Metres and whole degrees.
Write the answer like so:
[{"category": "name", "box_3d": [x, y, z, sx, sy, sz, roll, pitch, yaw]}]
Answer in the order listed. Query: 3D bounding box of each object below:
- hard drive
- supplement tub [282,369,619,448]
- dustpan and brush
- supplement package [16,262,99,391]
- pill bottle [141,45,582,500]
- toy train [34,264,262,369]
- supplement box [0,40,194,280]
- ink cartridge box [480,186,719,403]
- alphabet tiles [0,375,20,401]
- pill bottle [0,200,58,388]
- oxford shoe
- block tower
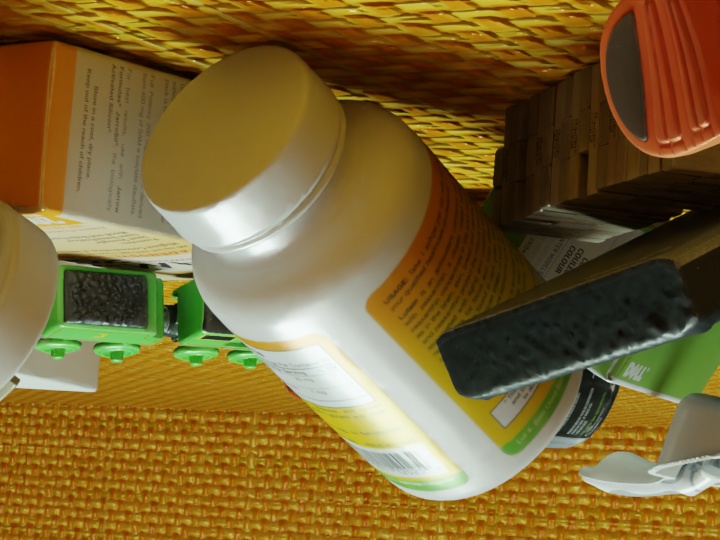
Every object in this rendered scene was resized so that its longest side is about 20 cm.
[{"category": "hard drive", "box_3d": [0.143, -0.007, 0.897, 0.199, 0.033, 0.139, -25, -178, -38]}, {"category": "supplement tub", "box_3d": [0.055, 0.043, 1.415, 0.199, 0.124, 0.122, 9, 172, -28]}, {"category": "dustpan and brush", "box_3d": [0.167, 0.087, 1.023, 0.139, 0.058, 0.199, 12, 180, -33]}, {"category": "supplement package", "box_3d": [-0.233, -0.003, 1.240, 0.116, 0.118, 0.200, 1, 171, 23]}, {"category": "pill bottle", "box_3d": [0.000, 0.000, 0.946, 0.110, 0.112, 0.200, -2, 144, 40]}, {"category": "toy train", "box_3d": [-0.063, 0.022, 1.073, 0.199, 0.042, 0.056, 4, 164, -28]}, {"category": "supplement box", "box_3d": [-0.111, -0.043, 1.014, 0.125, 0.074, 0.199, -1, 172, 39]}, {"category": "ink cartridge box", "box_3d": [0.157, 0.029, 1.072, 0.200, 0.076, 0.148, 37, -173, 23]}, {"category": "alphabet tiles", "box_3d": [-0.288, 0.033, 1.138, 0.200, 0.008, 0.167, 38, 134, -14]}, {"category": "pill bottle", "box_3d": [-0.209, -0.026, 0.834, 0.112, 0.114, 0.200, -3, 151, 44]}, {"category": "oxford shoe", "box_3d": [0.153, -0.078, 0.683, 0.072, 0.072, 0.200, -14, -174, -26]}, {"category": "block tower", "box_3d": [0.110, -0.051, 0.906, 0.057, 0.055, 0.200, 6, 172, -17]}]
